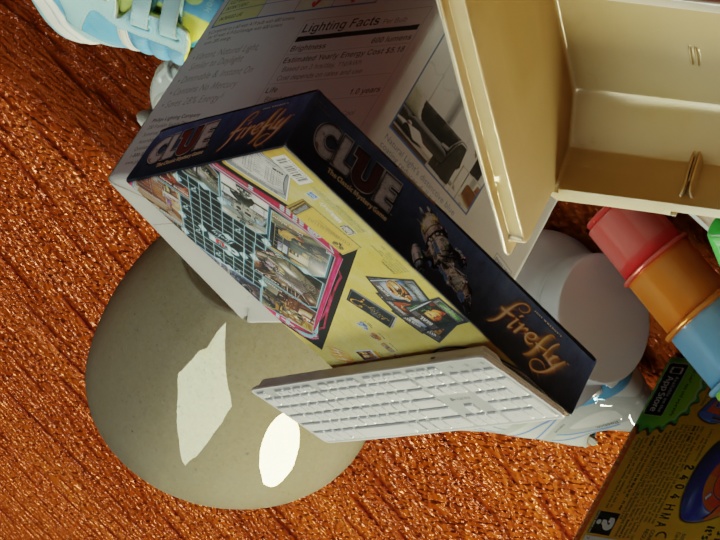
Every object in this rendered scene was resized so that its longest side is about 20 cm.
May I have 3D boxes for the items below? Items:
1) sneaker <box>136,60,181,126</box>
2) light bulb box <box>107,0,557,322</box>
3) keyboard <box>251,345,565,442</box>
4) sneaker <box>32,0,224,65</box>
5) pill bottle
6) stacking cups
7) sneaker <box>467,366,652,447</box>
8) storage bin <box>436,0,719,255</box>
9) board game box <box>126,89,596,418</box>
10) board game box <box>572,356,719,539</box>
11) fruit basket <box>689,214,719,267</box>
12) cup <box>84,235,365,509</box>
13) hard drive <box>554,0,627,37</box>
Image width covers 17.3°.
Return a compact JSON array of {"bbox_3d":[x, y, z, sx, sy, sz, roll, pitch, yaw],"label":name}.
[{"bbox_3d":[-0.089,-0.109,1.449,0.081,0.075,0.200,42,153,0],"label":"sneaker"},{"bbox_3d":[0.011,-0.088,1.223,0.198,0.201,0.125,-1,140,48],"label":"light bulb box"},{"bbox_3d":[0.019,0.064,1.165,0.056,0.011,0.200,42,153,-23],"label":"keyboard"},{"bbox_3d":[-0.144,-0.185,1.351,0.130,0.080,0.200,17,168,27],"label":"sneaker"},{"bbox_3d":[0.080,0.034,1.454,0.112,0.113,0.199,46,151,-26],"label":"pill bottle"},{"bbox_3d":[0.203,0.039,1.328,0.200,0.060,0.061,49,155,8],"label":"stacking cups"},{"bbox_3d":[0.114,0.087,1.557,0.199,0.075,0.087,-2,143,49],"label":"sneaker"},{"bbox_3d":[0.151,-0.076,0.961,0.199,0.094,0.199,8,146,20],"label":"storage bin"},{"bbox_3d":[0.000,0.000,1.121,0.200,0.035,0.135,43,151,-26],"label":"board game box"},{"bbox_3d":[0.267,0.198,1.429,0.199,0.201,0.200,4,142,44],"label":"board game box"},{"bbox_3d":[0.276,0.015,1.233,0.184,0.094,0.200,3,145,44],"label":"fruit basket"},{"bbox_3d":[-0.076,0.034,1.556,0.199,0.201,0.144,27,141,10],"label":"cup"},{"bbox_3d":[0.177,-0.097,1.085,0.199,0.027,0.131,23,151,-38],"label":"hard drive"}]
